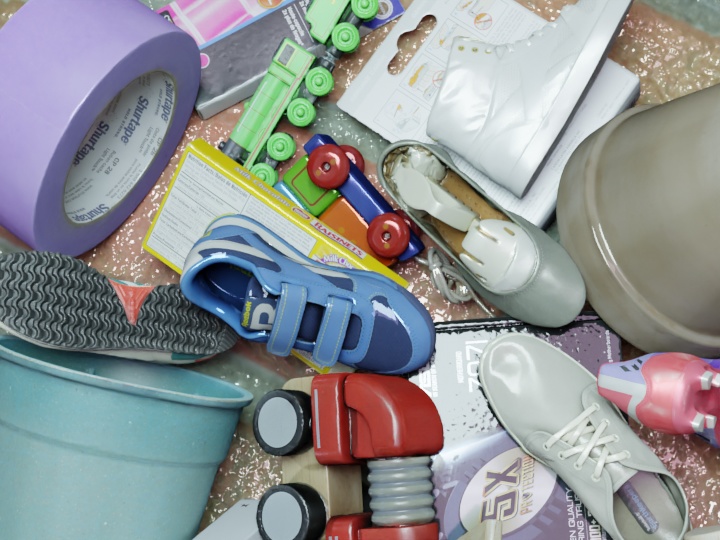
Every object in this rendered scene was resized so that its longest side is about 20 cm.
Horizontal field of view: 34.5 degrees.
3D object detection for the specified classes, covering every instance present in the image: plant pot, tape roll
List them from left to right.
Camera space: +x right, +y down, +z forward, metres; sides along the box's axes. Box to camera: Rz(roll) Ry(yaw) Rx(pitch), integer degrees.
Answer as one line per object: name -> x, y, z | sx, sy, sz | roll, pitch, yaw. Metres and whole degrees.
tape roll -> -0.213, -0.115, 0.885 | 0.084, 0.200, 0.201 | 34, 83, 10
plant pot -> -0.194, 0.166, 0.847 | 0.197, 0.200, 0.199 | 12, 88, 5
plant pot -> 0.269, -0.053, 0.826 | 0.197, 0.173, 0.203 | 10, 66, -23

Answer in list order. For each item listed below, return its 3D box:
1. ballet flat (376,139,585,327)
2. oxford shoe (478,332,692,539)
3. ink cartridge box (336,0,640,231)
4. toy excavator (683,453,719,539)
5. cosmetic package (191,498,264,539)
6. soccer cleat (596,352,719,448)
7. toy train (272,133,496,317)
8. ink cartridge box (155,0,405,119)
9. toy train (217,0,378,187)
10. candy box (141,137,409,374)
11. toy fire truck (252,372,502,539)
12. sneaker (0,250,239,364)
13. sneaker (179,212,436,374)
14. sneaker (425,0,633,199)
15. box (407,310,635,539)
ballet flat -> 0.081, -0.028, 0.861 | 0.200, 0.063, 0.068 | 45, 109, 31
oxford shoe -> 0.160, 0.122, 0.808 | 0.075, 0.058, 0.201 | -39, 79, -2
ink cartridge box -> 0.104, -0.137, 0.958 | 0.199, 0.050, 0.163 | 35, 84, 18
toy excavator -> 0.305, 0.166, 0.806 | 0.192, 0.200, 0.101 | -17, 79, 0
cosmetic package -> -0.101, 0.270, 0.792 | 0.051, 0.200, 0.153 | -7, 104, 30
soccer cleat -> 0.234, 0.089, 0.839 | 0.076, 0.199, 0.068 | 14, 90, 31
toy train -> 0.000, 0.000, 0.922 | 0.116, 0.085, 0.200 | -42, 87, 12
ink cartridge box -> -0.069, -0.216, 0.981 | 0.198, 0.037, 0.096 | -28, 80, -4
toy train -> -0.052, -0.154, 0.943 | 0.056, 0.042, 0.202 | 32, 96, -3
candy box -> -0.069, -0.005, 0.895 | 0.199, 0.026, 0.103 | 35, 116, 5
toy fire truck -> 0.025, 0.155, 0.783 | 0.197, 0.128, 0.179 | -9, 79, 31
sneaker -> -0.195, 0.040, 0.888 | 0.197, 0.093, 0.071 | 9, 68, -20
sneaker -> -0.042, 0.029, 0.837 | 0.197, 0.082, 0.075 | 22, 115, 12
sneaker -> 0.129, -0.170, 0.899 | 0.115, 0.074, 0.202 | 31, 85, 12
box -> 0.119, 0.139, 0.879 | 0.161, 0.086, 0.204 | -3, 80, 3
